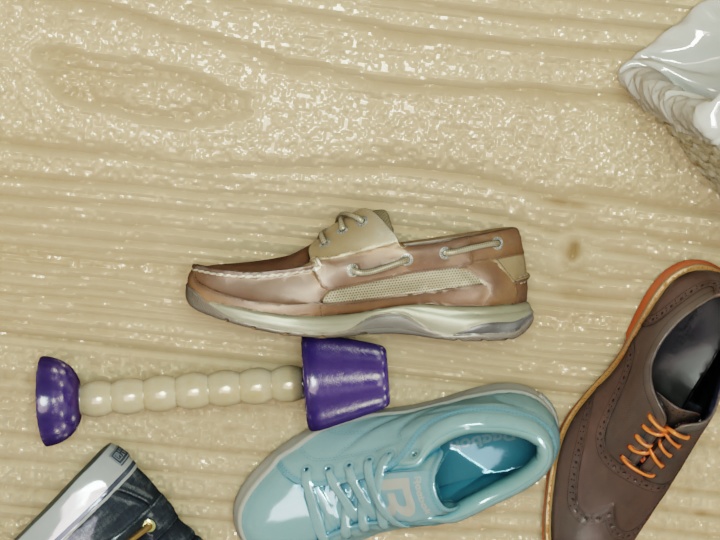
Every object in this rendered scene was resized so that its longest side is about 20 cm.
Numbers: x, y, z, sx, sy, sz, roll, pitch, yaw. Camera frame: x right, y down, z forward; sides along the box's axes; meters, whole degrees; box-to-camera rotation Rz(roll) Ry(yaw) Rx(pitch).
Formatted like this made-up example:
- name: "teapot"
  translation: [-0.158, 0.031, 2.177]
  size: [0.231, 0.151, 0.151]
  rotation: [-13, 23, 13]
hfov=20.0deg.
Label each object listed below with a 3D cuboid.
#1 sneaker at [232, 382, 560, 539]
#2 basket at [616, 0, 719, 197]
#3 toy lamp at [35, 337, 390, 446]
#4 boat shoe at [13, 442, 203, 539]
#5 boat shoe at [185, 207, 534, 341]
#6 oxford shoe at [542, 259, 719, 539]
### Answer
- name: "sneaker"
  translation: [0.019, 0.116, 1.160]
  size: [0.198, 0.082, 0.075]
  rotation: [-23, 98, 3]
- name: "basket"
  translation: [0.272, -0.093, 1.086]
  size: [0.198, 0.200, 0.161]
  rotation: [-37, 104, 4]
- name: "toy lamp"
  translation: [-0.082, 0.067, 1.164]
  size: [0.198, 0.058, 0.059]
  rotation: [-2, 98, 0]
- name: "boat shoe"
  translation: [-0.181, 0.200, 1.169]
  size: [0.200, 0.071, 0.091]
  rotation: [-45, 93, 2]
- name: "boat shoe"
  translation: [0.000, 0.000, 1.152]
  size: [0.198, 0.076, 0.073]
  rotation: [1, 95, -12]
- name: "oxford shoe"
  translation: [0.159, 0.090, 1.166]
  size: [0.071, 0.073, 0.202]
  rotation: [22, 97, -6]
